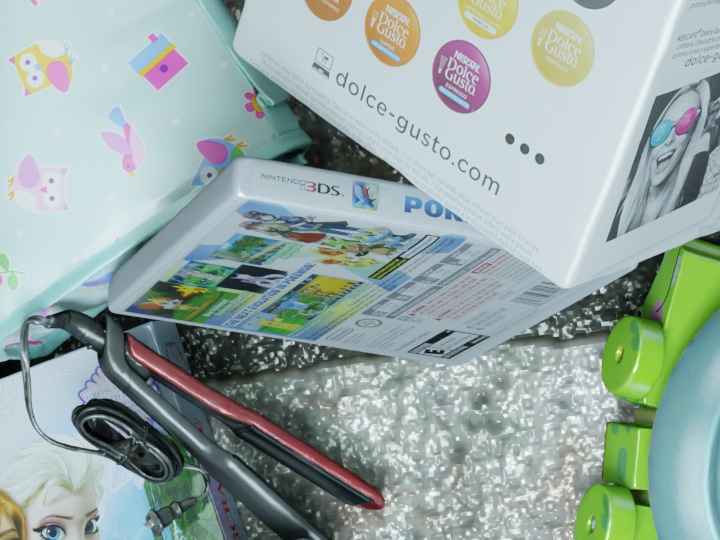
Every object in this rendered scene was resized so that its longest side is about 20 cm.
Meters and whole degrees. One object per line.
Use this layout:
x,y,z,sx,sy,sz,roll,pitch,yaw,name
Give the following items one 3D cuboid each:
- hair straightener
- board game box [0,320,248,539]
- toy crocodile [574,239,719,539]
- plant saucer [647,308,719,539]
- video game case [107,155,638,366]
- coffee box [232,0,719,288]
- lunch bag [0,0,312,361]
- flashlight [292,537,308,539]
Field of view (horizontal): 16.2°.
-0.084,0.088,1.203,0.200,0.041,0.077,37,71,-19,hair straightener
-0.156,0.151,1.267,0.199,0.041,0.200,-21,84,11,board game box
0.139,0.083,1.195,0.067,0.062,0.201,11,90,-21,toy crocodile
0.232,0.092,1.157,0.199,0.027,0.201,0,91,-5,plant saucer
0.000,0.000,1.125,0.182,0.200,0.022,9,73,-19,video game case
0.101,-0.144,1.064,0.199,0.200,0.198,36,123,28,coffee box
-0.140,-0.073,1.229,0.200,0.122,0.171,-35,81,16,lunch bag
-0.114,0.172,1.202,0.199,0.068,0.068,-16,91,13,flashlight
